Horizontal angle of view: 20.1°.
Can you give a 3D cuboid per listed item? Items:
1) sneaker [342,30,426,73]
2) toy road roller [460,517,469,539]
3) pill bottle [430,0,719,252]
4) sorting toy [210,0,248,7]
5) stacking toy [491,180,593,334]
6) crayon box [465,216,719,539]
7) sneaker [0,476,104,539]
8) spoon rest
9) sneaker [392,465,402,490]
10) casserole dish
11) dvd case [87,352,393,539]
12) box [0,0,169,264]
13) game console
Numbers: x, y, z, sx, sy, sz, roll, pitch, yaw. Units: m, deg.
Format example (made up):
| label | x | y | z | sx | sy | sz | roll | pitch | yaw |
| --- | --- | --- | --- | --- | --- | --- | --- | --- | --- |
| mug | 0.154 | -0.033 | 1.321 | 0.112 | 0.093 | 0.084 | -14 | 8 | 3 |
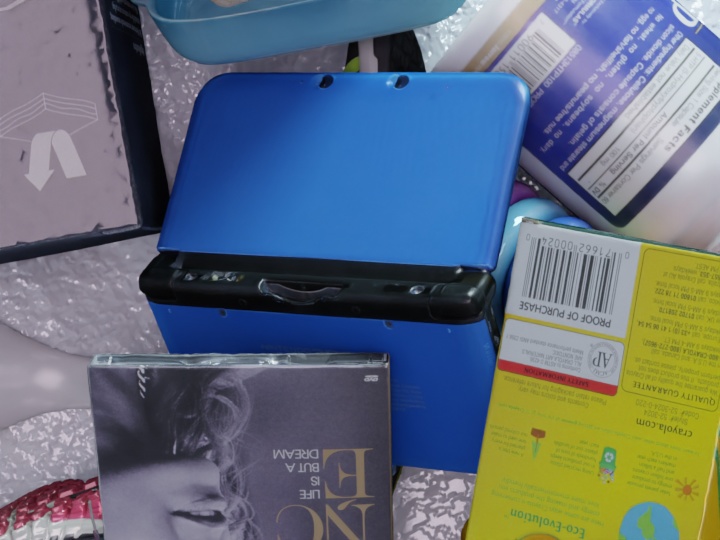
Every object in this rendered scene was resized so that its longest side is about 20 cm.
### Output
| label | x | y | z | sx | sy | sz | roll | pitch | yaw |
| --- | --- | --- | --- | --- | --- | --- | --- | --- | --- |
| sneaker | -0.014 | -0.048 | 1.101 | 0.082 | 0.072 | 0.201 | 2 | 84 | 21 |
| toy road roller | 0.138 | 0.177 | 1.072 | 0.199 | 0.123 | 0.146 | -25 | 50 | -17 |
| pill bottle | 0.146 | -0.079 | 1.064 | 0.200 | 0.120 | 0.120 | 41 | 94 | -1 |
| sorting toy | -0.078 | -0.213 | 1.026 | 0.200 | 0.185 | 0.037 | 38 | 129 | 25 |
| stacking toy | 0.120 | 0.014 | 1.032 | 0.200 | 0.085 | 0.086 | 26 | 94 | 34 |
| crayon box | 0.119 | 0.084 | 0.949 | 0.127 | 0.051 | 0.201 | 13 | 93 | 37 |
| sneaker | -0.149 | 0.154 | 1.099 | 0.199 | 0.081 | 0.075 | -17 | 98 | 22 |
| spoon rest | -0.211 | 0.062 | 1.134 | 0.199 | 0.061 | 0.100 | 5 | 91 | 17 |
| sneaker | -0.024 | 0.131 | 1.111 | 0.078 | 0.066 | 0.201 | 20 | 93 | 7 |
| casserole dish | -0.023 | -0.155 | 1.083 | 0.199 | 0.121 | 0.039 | -11 | 123 | 5 |
| dvd case | -0.057 | 0.131 | 1.036 | 0.148 | 0.016 | 0.201 | 0 | 119 | 2 |
| box | -0.218 | -0.101 | 1.091 | 0.196 | 0.117 | 0.201 | -10 | 90 | 4 |
| game console | 0.000 | 0.000 | 1.052 | 0.199 | 0.118 | 0.171 | 4 | 130 | 31 |
